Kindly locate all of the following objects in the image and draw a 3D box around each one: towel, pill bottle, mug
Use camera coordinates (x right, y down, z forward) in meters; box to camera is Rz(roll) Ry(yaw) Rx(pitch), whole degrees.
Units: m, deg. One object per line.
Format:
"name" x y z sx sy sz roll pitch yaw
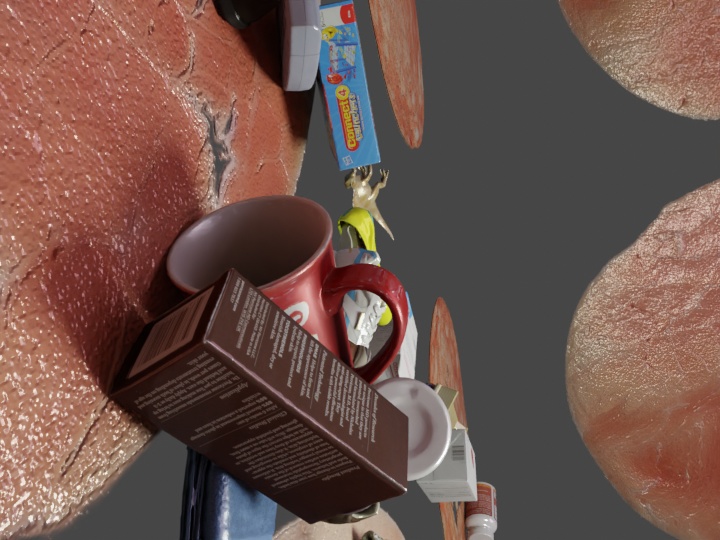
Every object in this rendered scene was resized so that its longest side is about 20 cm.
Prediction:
"towel" -0.105 0.231 0.478 0.112 0.048 0.201 50 36 -63
"pill bottle" 0.430 0.869 2.189 0.200 0.112 0.113 -76 156 -52
"pill bottle" 0.030 0.204 0.767 0.200 0.114 0.115 120 -29 -68
"mug" -0.056 0.061 0.523 0.133 0.177 0.201 -36 134 -30

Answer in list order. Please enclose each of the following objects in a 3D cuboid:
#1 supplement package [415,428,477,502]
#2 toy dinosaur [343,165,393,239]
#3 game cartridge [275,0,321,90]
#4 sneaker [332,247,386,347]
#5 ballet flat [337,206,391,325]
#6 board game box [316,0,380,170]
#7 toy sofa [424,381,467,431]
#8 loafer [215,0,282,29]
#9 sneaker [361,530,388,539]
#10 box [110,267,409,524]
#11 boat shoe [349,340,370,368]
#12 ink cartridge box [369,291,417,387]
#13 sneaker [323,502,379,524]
"supplement package" 0.207 0.467 1.457 0.200 0.119 0.122 64 24 -54
"toy dinosaur" 0.011 -0.140 1.101 0.200 0.058 0.102 48 53 -54
"game cartridge" -0.073 -0.279 0.686 0.200 0.041 0.134 179 -91 -81
"sneaker" -0.006 0.067 0.865 0.076 0.080 0.201 13 73 -77
"ballet flat" 0.000 0.000 0.977 0.067 0.067 0.201 -26 108 -52
"board game box" -0.029 -0.255 0.840 0.200 0.056 0.197 -108 -173 -69
"toy sofa" 0.215 0.391 1.635 0.083 0.097 0.200 -54 143 -31
"loafer" -0.117 -0.352 0.611 0.073 0.071 0.201 -58 140 -67
"sneaker" 0.012 0.451 0.838 0.089 0.077 0.200 58 21 -32
"box" -0.061 0.100 0.446 0.200 0.100 0.075 46 31 -27
"boat shoe" -0.040 0.136 0.736 0.076 0.072 0.200 -56 -177 16
"ink cartridge box" 0.056 0.147 1.100 0.200 0.066 0.116 -79 158 -50
"sneaker" -0.032 0.237 0.705 0.200 0.075 0.071 67 23 -51
